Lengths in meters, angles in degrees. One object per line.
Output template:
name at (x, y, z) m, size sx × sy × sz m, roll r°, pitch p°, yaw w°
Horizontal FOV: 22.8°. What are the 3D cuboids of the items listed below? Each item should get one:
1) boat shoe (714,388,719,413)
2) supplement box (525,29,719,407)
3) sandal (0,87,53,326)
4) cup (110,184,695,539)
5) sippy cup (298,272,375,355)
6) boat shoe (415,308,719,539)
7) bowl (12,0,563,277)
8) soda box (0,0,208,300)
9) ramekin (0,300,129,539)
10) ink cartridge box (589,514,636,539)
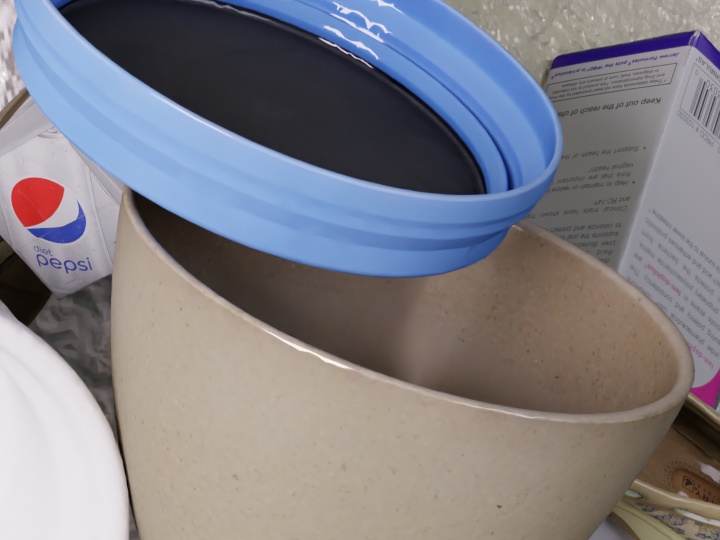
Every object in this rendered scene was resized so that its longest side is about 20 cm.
boat shoe at (0.184, 0.130, 0.981) m, size 0.086 × 0.074 × 0.203 m, roll 28°, pitch 71°, yaw -36°
supplement box at (0.137, -0.009, 0.929) m, size 0.101 × 0.103 × 0.201 m, roll 37°, pitch 63°, yaw -35°
sandal at (-0.153, -0.019, 0.708) m, size 0.081 × 0.054 × 0.200 m, roll 58°, pitch 39°, yaw -18°
cup at (-0.004, 0.060, 0.618) m, size 0.199 × 0.200 × 0.144 m, roll 0°, pitch 118°, yaw -42°
sippy cup at (0.000, 0.000, 0.788) m, size 0.130 × 0.139 × 0.179 m, roll 36°, pitch 70°, yaw -41°
boat shoe at (0.110, 0.063, 0.740) m, size 0.199 × 0.063 × 0.074 m, roll 31°, pitch 54°, yaw -26°
bowl at (-0.027, -0.067, 0.623) m, size 0.200 × 0.201 × 0.040 m, roll -2°, pitch 129°, yaw -42°
soda box at (-0.078, -0.080, 0.726) m, size 0.064 × 0.068 × 0.200 m, roll 50°, pitch 41°, yaw -20°
ramekin at (-0.185, 0.077, 0.593) m, size 0.199 × 0.098 × 0.202 m, roll -10°, pitch 116°, yaw -21°
ink cartridge box at (0.042, 0.124, 0.806) m, size 0.199 × 0.144 × 0.085 m, roll -10°, pitch 92°, yaw -42°
